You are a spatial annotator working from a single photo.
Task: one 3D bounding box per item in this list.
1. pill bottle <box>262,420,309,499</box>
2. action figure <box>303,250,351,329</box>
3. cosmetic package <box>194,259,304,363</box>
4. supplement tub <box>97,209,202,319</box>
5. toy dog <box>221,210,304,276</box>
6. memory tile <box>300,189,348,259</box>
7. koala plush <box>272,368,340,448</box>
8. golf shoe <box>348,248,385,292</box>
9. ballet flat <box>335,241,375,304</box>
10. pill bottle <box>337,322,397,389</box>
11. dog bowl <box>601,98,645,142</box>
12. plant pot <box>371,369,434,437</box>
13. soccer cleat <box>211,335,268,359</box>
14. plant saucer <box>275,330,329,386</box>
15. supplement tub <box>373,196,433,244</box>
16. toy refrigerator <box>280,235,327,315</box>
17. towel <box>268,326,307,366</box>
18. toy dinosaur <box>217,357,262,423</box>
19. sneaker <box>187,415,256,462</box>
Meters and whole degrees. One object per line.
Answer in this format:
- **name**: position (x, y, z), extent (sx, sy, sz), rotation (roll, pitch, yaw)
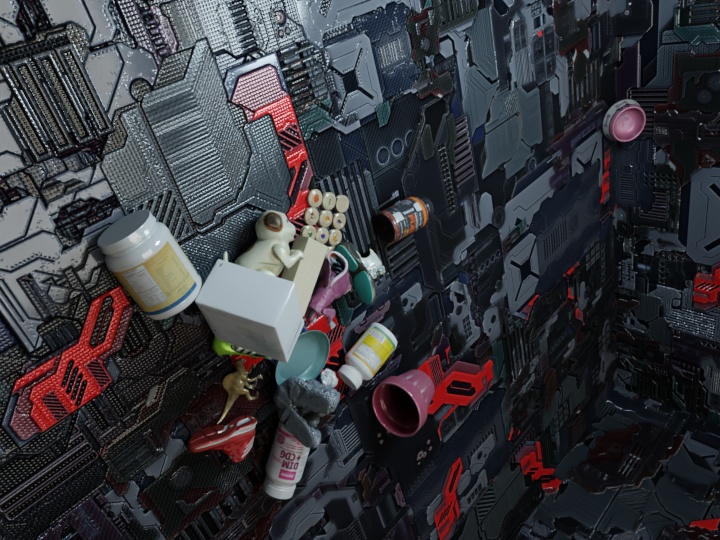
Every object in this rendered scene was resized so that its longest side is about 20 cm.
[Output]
- **pill bottle**: position (-0.214, 0.552, 1.529), extent (0.112, 0.112, 0.204), rotation (15, 92, -44)
- **action figure**: position (-0.094, 0.073, 1.450), extent (0.133, 0.149, 0.202), rotation (33, 61, -3)
- **cosmetic package**: position (-0.252, 0.099, 1.223), extent (0.201, 0.196, 0.125), rotation (89, 20, -57)
- **supplement tub**: position (-0.449, -0.012, 1.117), extent (0.144, 0.143, 0.202), rotation (-42, 127, -25)
- **toy dog**: position (-0.239, -0.053, 1.329), extent (0.191, 0.140, 0.204), rotation (22, 89, -7)
- **memory tile**: position (-0.106, -0.124, 1.493), extent (0.151, 0.017, 0.204), rotation (6, 98, -44)
- **koala plush**: position (-0.136, 0.372, 1.502), extent (0.180, 0.182, 0.199), rotation (-65, 163, 12)
- **golf shoe**: position (-0.021, 0.006, 1.592), extent (0.198, 0.078, 0.099), rotation (-31, 97, -32)
- **ballet flat**: position (0.000, 0.000, 1.527), extent (0.068, 0.067, 0.203), rotation (-26, 87, -54)
- **pill bottle**: position (0.019, 0.277, 1.665), extent (0.200, 0.112, 0.114), rotation (-48, 130, -22)
- **dog bowl**: position (1.268, -0.709, 2.488), extent (0.195, 0.074, 0.204), rotation (-2, 121, -4)
- **plant pot**: position (0.164, 0.443, 1.813), extent (0.178, 0.197, 0.204), rotation (-28, 122, -52)
- **soccer cleat**: position (-0.288, 0.185, 1.363), extent (0.197, 0.067, 0.083), rotation (6, 104, -30)
- **plant saucer**: position (-0.175, 0.256, 1.512), extent (0.198, 0.036, 0.203), rotation (-27, 131, -34)
- **supplement tub**: position (0.143, -0.168, 1.650), extent (0.198, 0.106, 0.109), rotation (-30, 121, -33)
- **toy refrigerator**: position (-0.167, 0.014, 1.418), extent (0.075, 0.069, 0.204), rotation (24, 82, -42)
- **towel**: position (-0.240, 0.161, 1.450), extent (0.147, 0.024, 0.201), rotation (-50, 131, -19)
- **toy dinosaur**: position (-0.327, 0.316, 1.407), extent (0.099, 0.058, 0.203), rotation (12, 107, -27)
- **sneaker**: position (-0.364, 0.476, 1.394), extent (0.197, 0.078, 0.118), rotation (-8, 107, -40)
